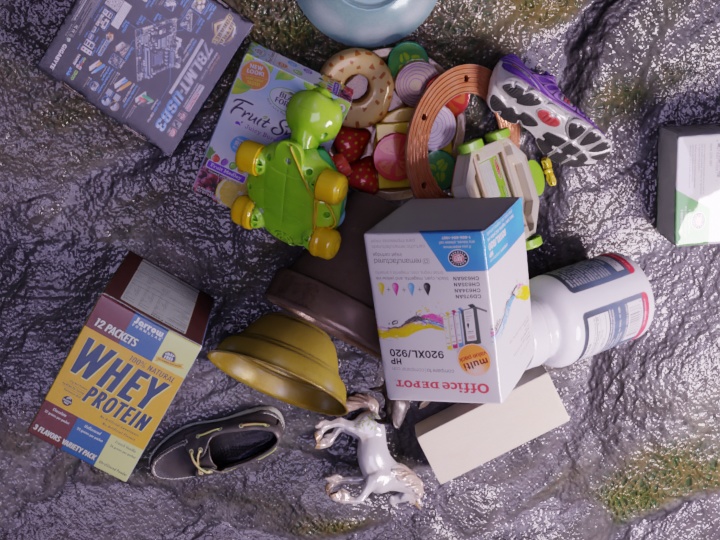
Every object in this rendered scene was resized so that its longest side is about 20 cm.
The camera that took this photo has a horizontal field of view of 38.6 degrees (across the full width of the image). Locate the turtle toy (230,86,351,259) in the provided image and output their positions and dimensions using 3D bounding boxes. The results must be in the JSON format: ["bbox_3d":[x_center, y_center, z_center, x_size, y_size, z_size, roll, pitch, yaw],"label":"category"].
[{"bbox_3d":[-0.068,-0.116,1.216,0.144,0.101,0.202,22,126,17],"label":"turtle toy"}]

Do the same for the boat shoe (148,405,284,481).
[{"bbox_3d":[-0.200,0.243,1.408,0.199,0.061,0.072,-21,105,2],"label":"boat shoe"}]

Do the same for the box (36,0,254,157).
[{"bbox_3d":[-0.264,-0.279,1.275,0.197,0.050,0.201,32,100,-12],"label":"box"}]

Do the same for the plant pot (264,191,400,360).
[{"bbox_3d":[0.000,0.000,1.307,0.198,0.200,0.176,27,84,-10],"label":"plant pot"}]

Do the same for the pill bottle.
[{"bbox_3d":[0.267,0.056,1.320,0.198,0.119,0.121,-16,107,-29],"label":"pill bottle"}]

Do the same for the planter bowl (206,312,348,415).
[{"bbox_3d":[-0.094,0.111,1.340,0.198,0.200,0.084,25,72,-9],"label":"planter bowl"}]

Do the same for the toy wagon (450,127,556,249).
[{"bbox_3d":[0.185,-0.099,1.298,0.039,0.199,0.157,-12,100,39],"label":"toy wagon"}]

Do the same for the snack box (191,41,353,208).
[{"bbox_3d":[-0.112,-0.162,1.285,0.141,0.053,0.201,23,119,-10],"label":"snack box"}]

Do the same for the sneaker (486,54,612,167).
[{"bbox_3d":[0.249,-0.208,1.313,0.199,0.084,0.080,35,142,-25],"label":"sneaker"}]

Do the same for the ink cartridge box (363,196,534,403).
[{"bbox_3d":[0.107,0.032,1.182,0.145,0.145,0.203,0,109,26],"label":"ink cartridge box"}]

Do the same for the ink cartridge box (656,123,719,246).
[{"bbox_3d":[0.496,-0.117,1.345,0.197,0.088,0.147,-4,105,-1],"label":"ink cartridge box"}]

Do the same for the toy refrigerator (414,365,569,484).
[{"bbox_3d":[0.179,0.209,1.421,0.198,0.070,0.077,-28,98,3],"label":"toy refrigerator"}]

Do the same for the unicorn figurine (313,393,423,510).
[{"bbox_3d":[0.013,0.266,1.418,0.136,0.074,0.203,-13,100,-11],"label":"unicorn figurine"}]

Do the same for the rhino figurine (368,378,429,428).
[{"bbox_3d":[0.076,0.135,1.353,0.201,0.059,0.088,-52,59,29],"label":"rhino figurine"}]

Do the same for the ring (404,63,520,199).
[{"bbox_3d":[0.128,-0.158,1.300,0.199,0.019,0.203,-11,107,-38],"label":"ring"}]

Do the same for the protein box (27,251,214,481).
[{"bbox_3d":[-0.293,0.114,1.296,0.134,0.200,0.200,29,101,-10],"label":"protein box"}]

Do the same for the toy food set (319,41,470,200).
[{"bbox_3d":[0.044,-0.189,1.318,0.195,0.049,0.203,-5,104,-2],"label":"toy food set"}]

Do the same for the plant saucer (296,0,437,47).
[{"bbox_3d":[0.010,-0.378,1.271,0.198,0.039,0.204,-1,105,-4],"label":"plant saucer"}]
